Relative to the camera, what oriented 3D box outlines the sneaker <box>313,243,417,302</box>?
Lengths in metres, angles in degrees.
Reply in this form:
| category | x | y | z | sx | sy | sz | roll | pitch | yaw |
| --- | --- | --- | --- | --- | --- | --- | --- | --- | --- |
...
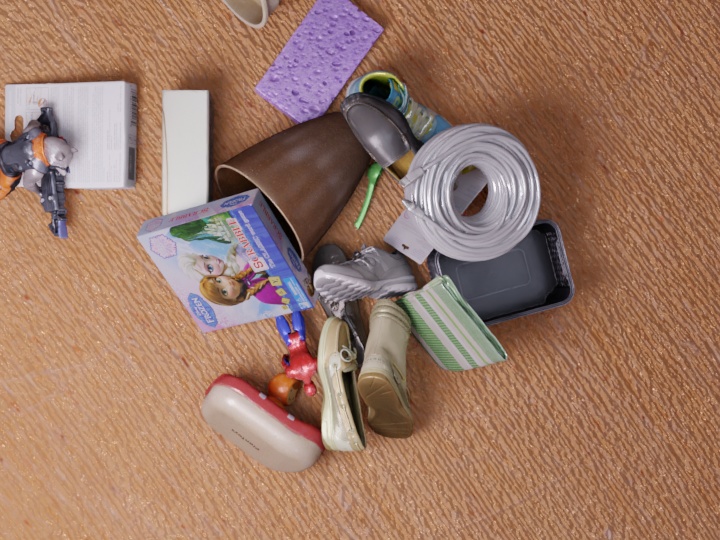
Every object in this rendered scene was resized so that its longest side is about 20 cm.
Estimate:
| category | x | y | z | sx | sy | sz | roll | pitch | yaw |
| --- | --- | --- | --- | --- | --- | --- | --- | --- | --- |
| sneaker | 0.000 | 0.000 | 1.600 | 0.075 | 0.200 | 0.082 | -23 | 73 | 38 |

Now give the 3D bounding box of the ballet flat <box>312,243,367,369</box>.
| category | x | y | z | sx | sy | sz | roll | pitch | yaw |
| --- | --- | --- | --- | --- | --- | --- | --- | --- | --- |
| ballet flat | -0.026 | 0.056 | 1.647 | 0.067 | 0.046 | 0.201 | -18 | 86 | 17 |

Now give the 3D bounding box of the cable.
| category | x | y | z | sx | sy | sz | roll | pitch | yaw |
| --- | --- | --- | --- | --- | --- | --- | --- | --- | --- |
| cable | 0.162 | -0.113 | 1.536 | 0.200 | 0.069 | 0.200 | -44 | 108 | -11 |

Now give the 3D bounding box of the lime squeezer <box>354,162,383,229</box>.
| category | x | y | z | sx | sy | sz | roll | pitch | yaw |
| --- | --- | --- | --- | --- | --- | --- | --- | --- | --- |
| lime squeezer | 0.056 | -0.150 | 1.640 | 0.200 | 0.038 | 0.071 | -34 | 74 | 8 |

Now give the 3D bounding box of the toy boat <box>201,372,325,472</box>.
| category | x | y | z | sx | sy | sz | roll | pitch | yaw |
| --- | --- | --- | --- | --- | --- | --- | --- | --- | --- |
| toy boat | -0.134 | 0.213 | 1.610 | 0.200 | 0.131 | 0.131 | 37 | 58 | -4 |

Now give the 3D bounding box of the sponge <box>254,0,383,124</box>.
| category | x | y | z | sx | sy | sz | roll | pitch | yaw |
| --- | --- | --- | --- | --- | --- | --- | --- | --- | --- |
| sponge | -0.064 | -0.329 | 1.644 | 0.111 | 0.030 | 0.200 | 36 | 87 | -4 |

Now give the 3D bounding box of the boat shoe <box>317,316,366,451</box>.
| category | x | y | z | sx | sy | sz | roll | pitch | yaw |
| --- | --- | --- | --- | --- | --- | --- | --- | --- | --- |
| boat shoe | -0.023 | 0.169 | 1.580 | 0.063 | 0.073 | 0.202 | -3 | 83 | 23 |

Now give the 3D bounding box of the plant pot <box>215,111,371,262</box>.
| category | x | y | z | sx | sy | sz | roll | pitch | yaw |
| --- | --- | --- | --- | --- | --- | --- | --- | --- | --- |
| plant pot | -0.081 | -0.142 | 1.582 | 0.200 | 0.187 | 0.187 | -42 | 93 | -20 |

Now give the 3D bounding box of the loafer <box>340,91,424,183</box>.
| category | x | y | z | sx | sy | sz | roll | pitch | yaw |
| --- | --- | --- | --- | --- | --- | --- | --- | --- | --- |
| loafer | 0.047 | -0.182 | 1.545 | 0.073 | 0.072 | 0.200 | -35 | 127 | 25 |

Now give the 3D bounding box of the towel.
| category | x | y | z | sx | sy | sz | roll | pitch | yaw |
| --- | --- | --- | --- | --- | --- | --- | --- | --- | --- |
| towel | 0.128 | 0.085 | 1.581 | 0.023 | 0.200 | 0.153 | -40 | 94 | -23 |

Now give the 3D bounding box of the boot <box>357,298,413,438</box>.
| category | x | y | z | sx | sy | sz | roll | pitch | yaw |
| --- | --- | --- | --- | --- | --- | --- | --- | --- | --- |
| boot | 0.046 | 0.154 | 1.620 | 0.072 | 0.200 | 0.156 | -3 | 52 | 16 |

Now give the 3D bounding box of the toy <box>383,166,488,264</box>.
| category | x | y | z | sx | sy | sz | roll | pitch | yaw |
| --- | --- | --- | --- | --- | --- | --- | --- | --- | --- |
| toy | 0.135 | -0.098 | 1.635 | 0.047 | 0.115 | 0.200 | 37 | 89 | -36 |

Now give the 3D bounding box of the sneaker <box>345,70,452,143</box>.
| category | x | y | z | sx | sy | sz | roll | pitch | yaw |
| --- | --- | --- | --- | --- | --- | --- | --- | --- | --- |
| sneaker | 0.071 | -0.234 | 1.605 | 0.199 | 0.131 | 0.080 | 27 | 88 | -6 |

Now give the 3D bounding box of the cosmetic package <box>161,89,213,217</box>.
| category | x | y | z | sx | sy | sz | roll | pitch | yaw |
| --- | --- | --- | --- | --- | --- | --- | --- | --- | --- |
| cosmetic package | -0.259 | -0.165 | 1.593 | 0.073 | 0.104 | 0.201 | -1 | 89 | -4 |

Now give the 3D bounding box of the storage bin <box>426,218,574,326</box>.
| category | x | y | z | sx | sy | sz | roll | pitch | yaw |
| --- | --- | --- | --- | --- | --- | --- | --- | --- | --- |
| storage bin | 0.215 | 0.007 | 1.637 | 0.199 | 0.094 | 0.136 | -15 | 91 | -5 |

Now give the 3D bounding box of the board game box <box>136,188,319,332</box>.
| category | x | y | z | sx | sy | sz | roll | pitch | yaw |
| --- | --- | --- | --- | --- | --- | --- | --- | --- | --- |
| board game box | -0.192 | -0.009 | 1.542 | 0.199 | 0.041 | 0.200 | -14 | 125 | 24 |

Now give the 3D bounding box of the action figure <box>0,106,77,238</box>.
| category | x | y | z | sx | sy | sz | roll | pitch | yaw |
| --- | --- | --- | --- | --- | --- | --- | --- | --- | --- |
| action figure | -0.501 | -0.137 | 1.557 | 0.193 | 0.105 | 0.201 | -17 | 84 | 21 |

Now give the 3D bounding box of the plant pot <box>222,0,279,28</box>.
| category | x | y | z | sx | sy | sz | roll | pitch | yaw |
| --- | --- | --- | --- | --- | --- | --- | --- | --- | --- |
| plant pot | -0.133 | -0.497 | 1.571 | 0.183 | 0.200 | 0.201 | -38 | 93 | -14 |

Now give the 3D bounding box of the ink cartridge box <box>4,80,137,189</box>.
| category | x | y | z | sx | sy | sz | roll | pitch | yaw |
| --- | --- | --- | --- | --- | --- | --- | --- | --- | --- |
| ink cartridge box | -0.442 | -0.206 | 1.617 | 0.199 | 0.057 | 0.163 | 1 | 91 | 16 |

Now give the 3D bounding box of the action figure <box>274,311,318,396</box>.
| category | x | y | z | sx | sy | sz | roll | pitch | yaw |
| --- | --- | --- | --- | --- | --- | --- | --- | --- | --- |
| action figure | -0.099 | 0.105 | 1.633 | 0.065 | 0.099 | 0.201 | -17 | 69 | -1 |
